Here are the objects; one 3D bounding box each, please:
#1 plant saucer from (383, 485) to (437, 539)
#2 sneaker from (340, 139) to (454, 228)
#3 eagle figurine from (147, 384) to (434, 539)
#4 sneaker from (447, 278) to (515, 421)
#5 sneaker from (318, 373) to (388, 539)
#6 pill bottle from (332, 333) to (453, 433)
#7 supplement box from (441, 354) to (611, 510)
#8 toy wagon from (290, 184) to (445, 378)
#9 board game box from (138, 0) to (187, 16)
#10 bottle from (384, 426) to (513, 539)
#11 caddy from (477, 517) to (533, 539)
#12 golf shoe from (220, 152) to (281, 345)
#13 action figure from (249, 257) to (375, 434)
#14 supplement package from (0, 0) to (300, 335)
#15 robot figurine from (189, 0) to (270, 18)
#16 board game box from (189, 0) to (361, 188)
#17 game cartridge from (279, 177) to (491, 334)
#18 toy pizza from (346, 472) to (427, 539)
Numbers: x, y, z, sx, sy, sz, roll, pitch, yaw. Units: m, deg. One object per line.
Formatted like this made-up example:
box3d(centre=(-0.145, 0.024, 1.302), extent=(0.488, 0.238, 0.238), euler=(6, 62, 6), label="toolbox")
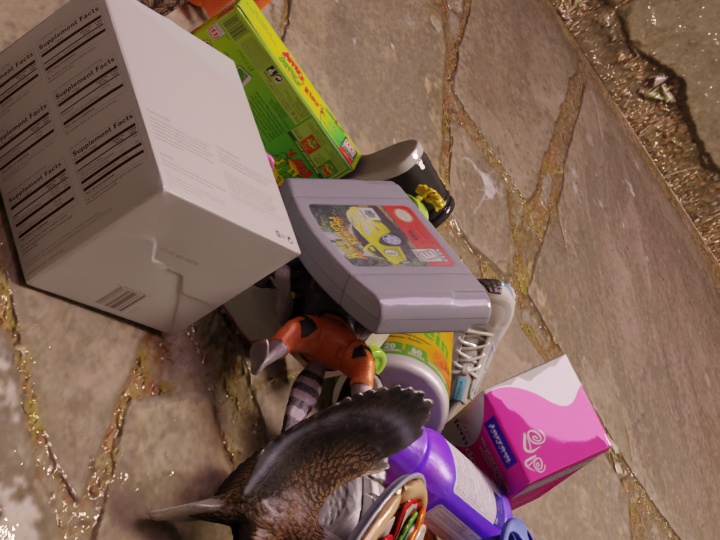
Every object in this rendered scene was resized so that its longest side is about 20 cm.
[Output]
box3d(centre=(0.007, 0.229, 1.635), extent=(0.200, 0.037, 0.201), euler=(47, 23, -27), label="plant saucer")
box3d(centre=(0.016, -0.068, 1.882), extent=(0.099, 0.200, 0.071), euler=(53, 56, -20), label="sneaker")
box3d(centre=(-0.047, 0.170, 1.394), extent=(0.201, 0.151, 0.151), euler=(-60, 144, -25), label="eagle figurine")
box3d(centre=(0.110, 0.088, 1.888), extent=(0.075, 0.200, 0.087), euler=(11, 49, -9), label="sneaker")
box3d(centre=(-0.038, 0.155, 1.528), extent=(0.115, 0.075, 0.201), euler=(15, 46, -13), label="sneaker")
box3d(centre=(0.035, 0.082, 1.796), extent=(0.111, 0.111, 0.200), euler=(51, 22, -21), label="pill bottle")
box3d(centre=(0.150, 0.172, 1.804), extent=(0.103, 0.200, 0.102), euler=(-21, 76, -24), label="supplement box")
box3d(centre=(0.000, 0.000, 1.694), extent=(0.155, 0.200, 0.040), euler=(42, 8, 40), label="toy wagon")
box3d(centre=(-0.190, -0.345, 1.737), extent=(0.160, 0.199, 0.097), euler=(47, 23, -27), label="board game box")
box3d(centre=(0.062, 0.189, 1.674), extent=(0.200, 0.065, 0.084), euler=(42, 21, -38), label="bottle")
box3d(centre=(0.128, 0.321, 1.620), extent=(0.141, 0.104, 0.201), euler=(19, 63, -70), label="caddy")
box3d(centre=(-0.096, -0.023, 1.669), extent=(0.075, 0.091, 0.201), euler=(19, 45, -61), label="golf shoe")
box3d(centre=(-0.057, 0.048, 1.570), extent=(0.199, 0.105, 0.194), euler=(17, 27, -2), label="action figure")
box3d(centre=(-0.181, -0.085, 1.473), extent=(0.191, 0.147, 0.201), euler=(27, 38, -55), label="supplement package")
box3d(centre=(-0.159, -0.363, 1.955), extent=(0.117, 0.143, 0.201), euler=(105, -37, -69), label="robot figurine")
box3d(centre=(-0.099, -0.164, 1.840), extent=(0.200, 0.101, 0.048), euler=(54, 21, -13), label="board game box")
box3d(centre=(0.011, -0.017, 1.579), extent=(0.132, 0.041, 0.200), euler=(-4, 37, -30), label="game cartridge")
box3d(centre=(0.006, 0.248, 1.408), extent=(0.032, 0.201, 0.200), euler=(27, 14, 16), label="toy pizza")
